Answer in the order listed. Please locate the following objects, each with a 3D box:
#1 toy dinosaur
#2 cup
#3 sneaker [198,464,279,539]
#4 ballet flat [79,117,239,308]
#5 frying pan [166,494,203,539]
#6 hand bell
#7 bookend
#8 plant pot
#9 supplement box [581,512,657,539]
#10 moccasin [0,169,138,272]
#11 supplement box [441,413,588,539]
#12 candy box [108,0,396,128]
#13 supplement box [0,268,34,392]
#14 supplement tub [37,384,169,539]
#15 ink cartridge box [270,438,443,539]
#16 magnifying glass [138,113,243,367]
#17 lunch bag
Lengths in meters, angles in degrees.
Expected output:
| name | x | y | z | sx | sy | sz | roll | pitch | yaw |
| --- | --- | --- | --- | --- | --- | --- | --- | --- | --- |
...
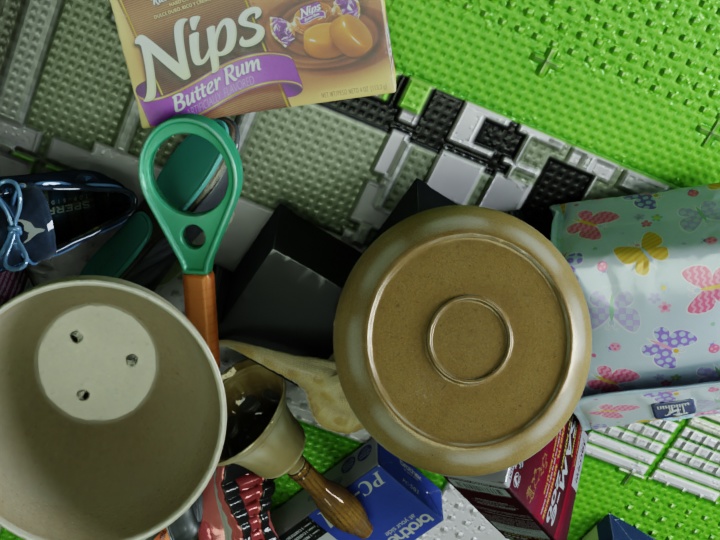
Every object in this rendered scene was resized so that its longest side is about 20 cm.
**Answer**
| name | x | y | z | sx | sy | sz | roll | pitch | yaw |
| --- | --- | --- | --- | --- | --- | --- | --- | --- | --- |
| toy dinosaur | -0.013 | 0.083 | 1.049 | 0.198 | 0.058 | 0.102 | 26 | 118 | -12 |
| cup | -0.202 | 0.088 | 1.019 | 0.197 | 0.143 | 0.203 | -2 | 104 | -8 |
| sneaker | -0.119 | 0.230 | 1.231 | 0.073 | 0.086 | 0.203 | -12 | 112 | -38 |
| ballet flat | -0.148 | -0.040 | 1.088 | 0.073 | 0.073 | 0.200 | 36 | 110 | -20 |
| frying pan | -0.159 | 0.146 | 1.164 | 0.030 | 0.192 | 0.115 | -8 | 150 | 1 |
| hand bell | -0.048 | 0.174 | 1.164 | 0.103 | 0.105 | 0.200 | -30 | 126 | 18 |
| bookend | 0.000 | 0.000 | 1.089 | 0.198 | 0.092 | 0.200 | 29 | 116 | -14 |
| plant pot | 0.079 | 0.051 | 0.997 | 0.197 | 0.027 | 0.203 | 0 | 87 | -6 |
| supplement box | 0.231 | 0.382 | 1.256 | 0.133 | 0.201 | 0.200 | 30 | 119 | -15 |
| moccasin | -0.253 | -0.043 | 1.013 | 0.068 | 0.199 | 0.082 | 4 | 113 | 39 |
| supplement box | 0.131 | 0.150 | 1.115 | 0.060 | 0.110 | 0.200 | 7 | 159 | 25 |
| candy box | -0.078 | -0.182 | 1.000 | 0.197 | 0.057 | 0.118 | -7 | 122 | 4 |
| supplement box | -0.348 | -0.003 | 1.069 | 0.102 | 0.131 | 0.202 | -14 | 120 | 11 |
| supplement tub | -0.244 | 0.165 | 1.176 | 0.121 | 0.123 | 0.201 | -26 | 117 | 16 |
| ink cartridge box | -0.026 | 0.247 | 1.269 | 0.199 | 0.044 | 0.094 | -38 | 116 | 21 |
| magnifying glass | -0.126 | -0.019 | 1.030 | 0.078 | 0.022 | 0.203 | 2 | 110 | 12 |
| lunch bag | 0.247 | 0.045 | 1.093 | 0.167 | 0.128 | 0.202 | -6 | 125 | 12 |
